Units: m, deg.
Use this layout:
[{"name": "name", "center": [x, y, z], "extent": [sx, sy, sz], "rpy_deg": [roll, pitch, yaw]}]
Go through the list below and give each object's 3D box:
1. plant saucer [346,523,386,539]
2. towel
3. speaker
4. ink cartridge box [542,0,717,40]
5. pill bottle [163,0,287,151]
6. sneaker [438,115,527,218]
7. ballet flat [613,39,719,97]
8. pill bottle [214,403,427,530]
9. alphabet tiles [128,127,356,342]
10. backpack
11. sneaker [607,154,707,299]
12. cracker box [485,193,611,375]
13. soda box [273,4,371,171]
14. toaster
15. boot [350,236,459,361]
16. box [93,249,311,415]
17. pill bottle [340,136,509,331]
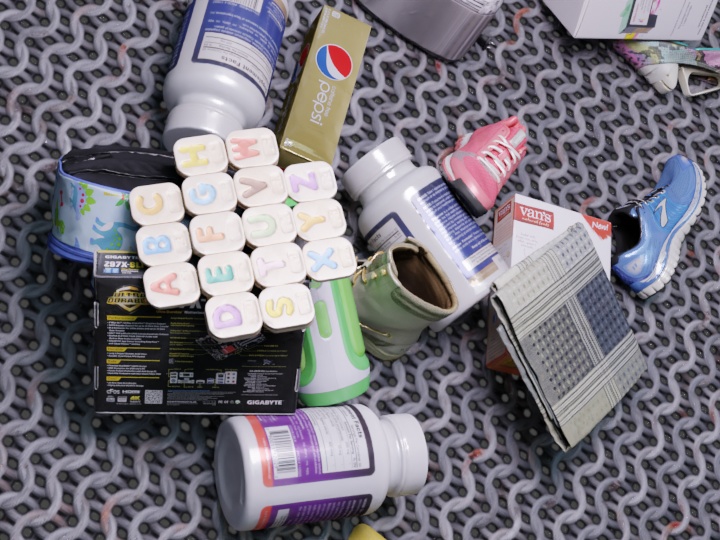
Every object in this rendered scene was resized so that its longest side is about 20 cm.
[{"name": "plant saucer", "center": [0.035, 0.383, 1.301], "extent": [0.199, 0.048, 0.201], "rpy_deg": [38, 60, -5]}, {"name": "towel", "center": [0.226, 0.070, 1.435], "extent": [0.199, 0.034, 0.194], "rpy_deg": [-33, 101, -45]}, {"name": "speaker", "center": [-0.047, 0.029, 1.320], "extent": [0.088, 0.088, 0.203], "rpy_deg": [-18, 102, -28]}, {"name": "ink cartridge box", "center": [0.335, -0.366, 1.683], "extent": [0.197, 0.085, 0.146], "rpy_deg": [-3, 41, -24]}, {"name": "pill bottle", "center": [-0.150, -0.216, 1.421], "extent": [0.110, 0.111, 0.202], "rpy_deg": [19, 63, -15]}, {"name": "sneaker", "center": [0.145, -0.130, 1.482], "extent": [0.074, 0.086, 0.201], "rpy_deg": [50, 23, -12]}, {"name": "ballet flat", "center": [0.422, -0.265, 1.727], "extent": [0.197, 0.069, 0.072], "rpy_deg": [4, 87, -22]}, {"name": "pill bottle", "center": [-0.038, 0.192, 1.311], "extent": [0.197, 0.111, 0.113], "rpy_deg": [-2, 70, -24]}, {"name": "alphabet tiles", "center": [-0.106, -0.036, 1.190], "extent": [0.193, 0.015, 0.202], "rpy_deg": [-8, 68, -14]}, {"name": "backpack", "center": [-0.205, -0.039, 1.289], "extent": [0.197, 0.183, 0.149], "rpy_deg": [9, 101, -12]}, {"name": "sneaker", "center": [0.357, -0.068, 1.606], "extent": [0.089, 0.078, 0.201], "rpy_deg": [33, 60, -10]}, {"name": "cracker box", "center": [0.219, 0.026, 1.519], "extent": [0.132, 0.058, 0.203], "rpy_deg": [14, 64, -18]}, {"name": "soda box", "center": [-0.049, -0.195, 1.488], "extent": [0.063, 0.068, 0.202], "rpy_deg": [22, 63, -14]}, {"name": "toaster", "center": [0.097, -0.342, 1.576], "extent": [0.199, 0.129, 0.114], "rpy_deg": [33, 61, -8]}, {"name": "boot", "center": [0.000, 0.000, 1.379], "extent": [0.200, 0.155, 0.072], "rpy_deg": [41, 59, -4]}, {"name": "box", "center": [-0.151, 0.060, 1.233], "extent": [0.197, 0.161, 0.050], "rpy_deg": [1, 33, -9]}, {"name": "pill bottle", "center": [0.067, -0.043, 1.452], "extent": [0.110, 0.111, 0.201], "rpy_deg": [-33, 85, -30]}]
